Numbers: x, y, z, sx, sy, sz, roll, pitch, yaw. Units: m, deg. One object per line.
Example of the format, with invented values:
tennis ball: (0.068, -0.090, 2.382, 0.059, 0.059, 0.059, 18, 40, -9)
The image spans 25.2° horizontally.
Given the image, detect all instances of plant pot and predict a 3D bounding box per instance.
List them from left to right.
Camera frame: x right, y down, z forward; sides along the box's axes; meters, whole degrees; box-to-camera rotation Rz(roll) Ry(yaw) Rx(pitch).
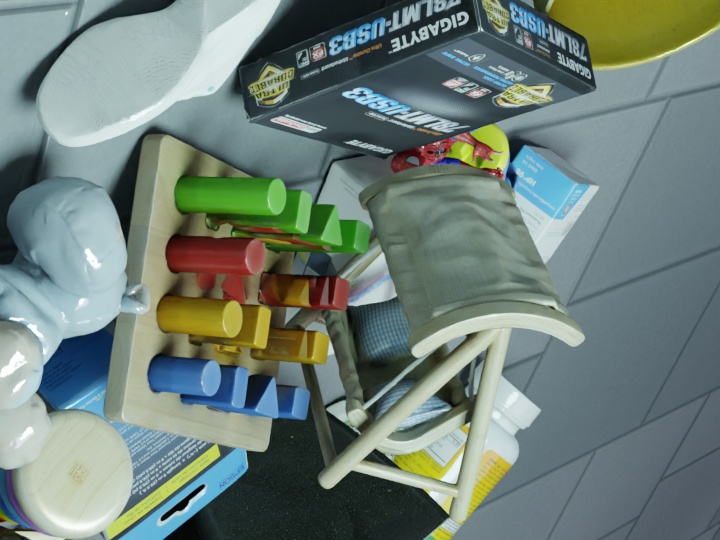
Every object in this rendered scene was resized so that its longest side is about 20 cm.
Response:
plant pot: (-0.072, 0.228, 1.419, 0.199, 0.178, 0.200, -36, 171, -26)
plant pot: (0.209, -0.273, 1.249, 0.198, 0.143, 0.201, -16, 155, -8)

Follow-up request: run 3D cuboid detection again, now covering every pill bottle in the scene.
pill bottle: (0.100, 0.199, 1.741, 0.201, 0.113, 0.113, -50, 152, 1)

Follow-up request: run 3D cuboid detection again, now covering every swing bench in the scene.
swing bench: (0.049, 0.043, 1.240, 0.128, 0.200, 0.201, 17, 119, -23)

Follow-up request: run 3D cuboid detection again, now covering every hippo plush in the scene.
hippo plush: (-0.206, 0.033, 1.036, 0.160, 0.159, 0.201, -31, 147, -29)

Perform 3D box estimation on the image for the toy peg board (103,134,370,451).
toy peg board: (-0.078, 0.024, 1.173, 0.199, 0.097, 0.202, 24, 71, -60)

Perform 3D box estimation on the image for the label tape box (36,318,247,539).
label tape box: (-0.171, 0.120, 1.265, 0.143, 0.066, 0.201, -36, 141, -25)

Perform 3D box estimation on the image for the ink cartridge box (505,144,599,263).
ink cartridge box: (0.138, -0.018, 1.549, 0.201, 0.066, 0.116, -56, 166, 12)

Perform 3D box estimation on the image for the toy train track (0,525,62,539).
toy train track: (-0.249, 0.199, 1.122, 0.113, 0.033, 0.200, 4, 173, -19)

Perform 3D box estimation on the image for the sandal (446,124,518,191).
sandal: (0.084, -0.040, 1.463, 0.201, 0.079, 0.087, -55, 156, 14)

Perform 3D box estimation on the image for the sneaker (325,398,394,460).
sneaker: (-0.047, 0.205, 1.557, 0.199, 0.088, 0.077, -36, 150, -23)

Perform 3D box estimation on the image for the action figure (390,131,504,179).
action figure: (0.110, -0.120, 1.354, 0.199, 0.099, 0.066, -36, 148, -33)

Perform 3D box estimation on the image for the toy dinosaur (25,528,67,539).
toy dinosaur: (-0.253, 0.269, 1.340, 0.135, 0.087, 0.200, 27, 138, -21)

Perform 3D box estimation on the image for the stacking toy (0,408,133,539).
stacking toy: (-0.237, 0.152, 1.148, 0.085, 0.086, 0.199, -29, -175, -33)

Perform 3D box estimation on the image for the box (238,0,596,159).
box: (0.045, -0.142, 1.187, 0.197, 0.050, 0.199, -18, 165, 28)

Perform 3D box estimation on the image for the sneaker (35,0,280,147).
sneaker: (-0.122, -0.134, 1.055, 0.199, 0.075, 0.089, -40, 163, -21)

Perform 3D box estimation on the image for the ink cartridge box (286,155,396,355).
ink cartridge box: (0.000, 0.000, 1.393, 0.116, 0.067, 0.202, -15, 137, -47)
